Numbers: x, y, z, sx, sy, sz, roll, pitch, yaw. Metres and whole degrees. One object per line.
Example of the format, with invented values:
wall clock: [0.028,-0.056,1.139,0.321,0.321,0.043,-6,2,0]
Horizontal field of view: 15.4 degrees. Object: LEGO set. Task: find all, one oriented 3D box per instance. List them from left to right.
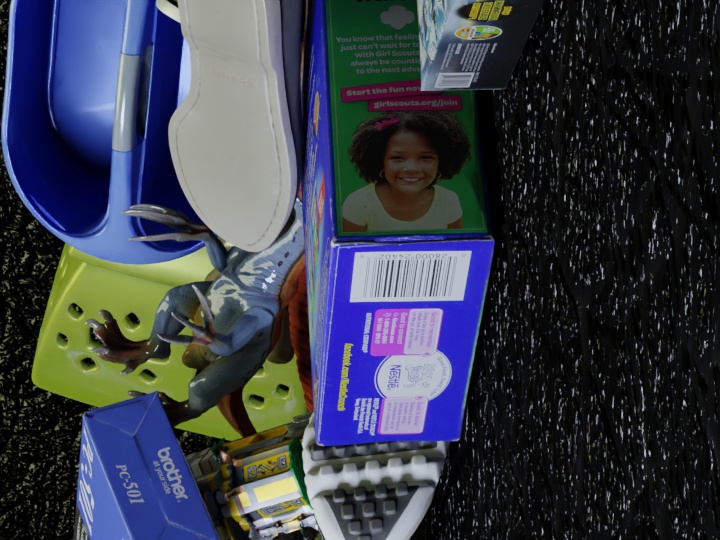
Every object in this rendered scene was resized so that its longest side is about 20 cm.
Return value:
LEGO set: [-0.049,0.169,1.391,0.154,0.116,0.200,-69,-42,-68]

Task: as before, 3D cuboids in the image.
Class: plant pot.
plant pot: [-0.103,-0.021,1.814,0.182,0.200,0.199,107,177,-54]

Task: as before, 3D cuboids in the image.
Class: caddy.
caddy: [-0.118,-0.104,1.438,0.105,0.141,0.200,-72,-10,-69]

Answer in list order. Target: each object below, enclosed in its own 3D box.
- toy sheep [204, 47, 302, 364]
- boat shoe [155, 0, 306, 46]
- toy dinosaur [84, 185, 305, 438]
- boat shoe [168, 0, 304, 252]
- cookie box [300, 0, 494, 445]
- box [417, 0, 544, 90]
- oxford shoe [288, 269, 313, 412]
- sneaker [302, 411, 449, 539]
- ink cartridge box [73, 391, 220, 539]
toy sheep: [-0.038,-0.041,1.561,0.138,0.138,0.200,104,167,-73]
boat shoe: [-0.030,-0.158,1.350,0.200,0.073,0.062,-18,-45,-53]
toy dinosaur: [-0.065,0.006,1.425,0.200,0.181,0.105,14,-134,-55]
boat shoe: [-0.046,-0.091,1.257,0.063,0.073,0.200,-47,-27,-35]
cookie box: [0.013,-0.046,1.247,0.171,0.075,0.200,96,171,-55]
box: [0.047,-0.161,1.017,0.200,0.040,0.137,110,157,-78]
oxford shoe: [0.000,0.000,1.461,0.071,0.072,0.200,-144,53,-74]
sneaker: [0.013,0.078,1.363,0.200,0.075,0.081,-84,-10,-47]
ink cartridge box: [-0.114,0.157,1.386,0.200,0.044,0.094,103,147,-55]
